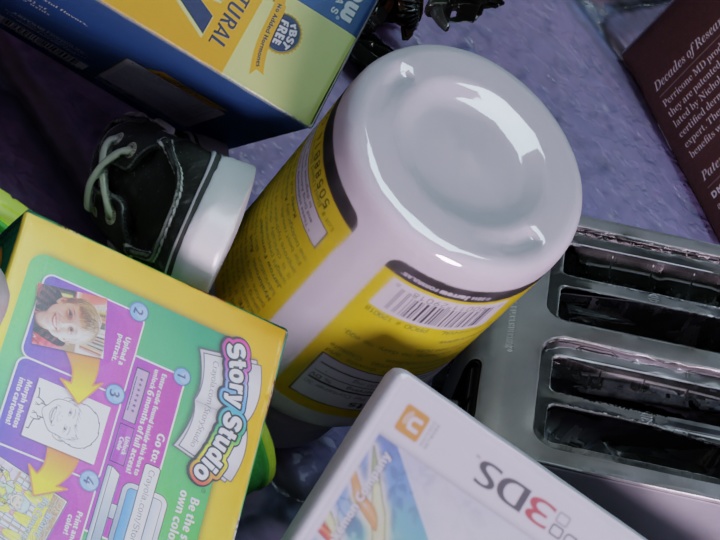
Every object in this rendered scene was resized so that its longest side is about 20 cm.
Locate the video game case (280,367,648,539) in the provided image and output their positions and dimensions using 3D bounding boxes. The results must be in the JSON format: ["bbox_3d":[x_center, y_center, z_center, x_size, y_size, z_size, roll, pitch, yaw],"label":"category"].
[{"bbox_3d":[0.034,0.171,0.835,0.182,0.022,0.200,35,78,-11],"label":"video game case"}]

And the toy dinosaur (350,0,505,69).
[{"bbox_3d":[0.003,-0.156,1.197,0.136,0.102,0.200,36,53,15],"label":"toy dinosaur"}]

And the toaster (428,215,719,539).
[{"bbox_3d":[0.125,0.081,0.979,0.199,0.119,0.181,13,42,1],"label":"toaster"}]

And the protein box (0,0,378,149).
[{"bbox_3d":[-0.097,-0.163,0.960,0.198,0.200,0.135,30,82,-14],"label":"protein box"}]

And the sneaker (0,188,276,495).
[{"bbox_3d":[-0.125,0.042,0.891,0.200,0.074,0.084,36,63,-15],"label":"sneaker"}]

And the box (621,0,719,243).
[{"bbox_3d":[0.307,-0.104,1.340,0.166,0.164,0.200,4,51,-40],"label":"box"}]

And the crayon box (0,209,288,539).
[{"bbox_3d":[-0.111,0.092,0.797,0.119,0.058,0.200,26,59,-21],"label":"crayon box"}]

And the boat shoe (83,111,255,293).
[{"bbox_3d":[-0.092,-0.030,0.935,0.064,0.071,0.200,22,5,-13],"label":"boat shoe"}]

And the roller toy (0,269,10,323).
[{"bbox_3d":[-0.204,0.046,0.694,0.140,0.200,0.183,33,32,-7],"label":"roller toy"}]

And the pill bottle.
[{"bbox_3d":[0.000,0.000,0.914,0.111,0.200,0.112,15,55,-23],"label":"pill bottle"}]
